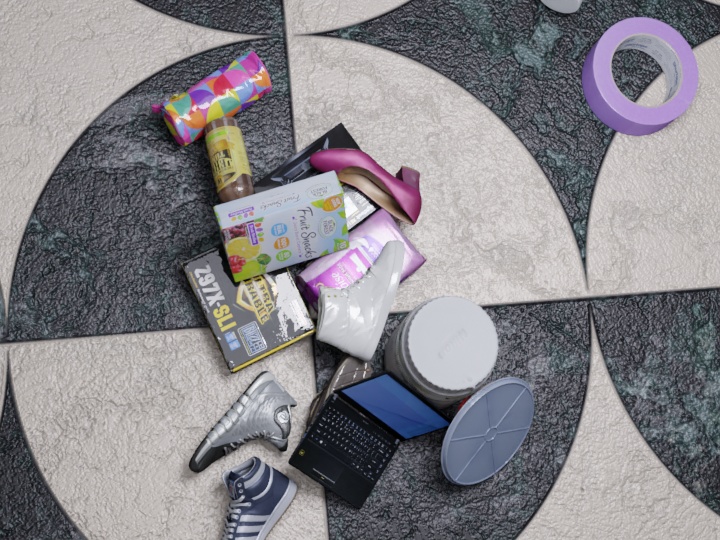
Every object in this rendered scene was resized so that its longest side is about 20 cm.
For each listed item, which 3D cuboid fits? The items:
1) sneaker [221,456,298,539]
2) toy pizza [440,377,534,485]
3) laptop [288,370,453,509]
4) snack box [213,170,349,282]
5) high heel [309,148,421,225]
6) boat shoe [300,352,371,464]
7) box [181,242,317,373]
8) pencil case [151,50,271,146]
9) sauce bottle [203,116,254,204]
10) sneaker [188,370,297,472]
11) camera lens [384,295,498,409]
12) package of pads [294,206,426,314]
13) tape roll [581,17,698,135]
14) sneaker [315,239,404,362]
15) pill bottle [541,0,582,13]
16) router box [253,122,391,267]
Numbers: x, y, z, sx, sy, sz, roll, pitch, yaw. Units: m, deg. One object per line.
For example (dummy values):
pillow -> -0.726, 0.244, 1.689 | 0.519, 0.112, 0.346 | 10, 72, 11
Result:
sneaker -> -0.193, 0.387, 1.632 | 0.109, 0.070, 0.201 | 45, 68, -24
toy pizza -> 0.202, 0.257, 1.690 | 0.200, 0.201, 0.032 | -41, 45, -13
laptop -> 0.019, 0.269, 1.638 | 0.177, 0.103, 0.201 | 40, 79, -33
snack box -> -0.122, -0.068, 1.653 | 0.197, 0.143, 0.053 | -17, 56, -8
high heel -> 0.009, -0.139, 1.718 | 0.197, 0.068, 0.097 | 10, 62, -10
boat shoe -> -0.050, 0.220, 1.691 | 0.074, 0.073, 0.202 | 30, 82, -36
box -> -0.185, 0.046, 1.727 | 0.158, 0.049, 0.202 | -25, 83, -10
pencil case -> -0.247, -0.293, 1.767 | 0.199, 0.088, 0.089 | -32, 85, -14
sauce bottle -> -0.209, -0.152, 1.715 | 0.064, 0.065, 0.203 | -13, 70, -10
sneaker -> -0.175, 0.268, 1.673 | 0.115, 0.075, 0.200 | 41, 76, -1
camera lens -> 0.127, 0.133, 1.671 | 0.157, 0.200, 0.163 | 2, 75, -7
package of pads -> 0.000, 0.000, 1.747 | 0.199, 0.076, 0.121 | -39, 83, -13
tape roll -> 0.504, -0.350, 1.888 | 0.197, 0.066, 0.203 | 1, 80, -7
sneaker -> -0.006, 0.030, 1.664 | 0.114, 0.074, 0.203 | 21, 78, -9
pill bottle -> 0.397, -0.573, 1.892 | 0.112, 0.113, 0.202 | 27, 77, -2
router box -> -0.065, -0.129, 1.774 | 0.199, 0.052, 0.158 | -36, 86, -13
